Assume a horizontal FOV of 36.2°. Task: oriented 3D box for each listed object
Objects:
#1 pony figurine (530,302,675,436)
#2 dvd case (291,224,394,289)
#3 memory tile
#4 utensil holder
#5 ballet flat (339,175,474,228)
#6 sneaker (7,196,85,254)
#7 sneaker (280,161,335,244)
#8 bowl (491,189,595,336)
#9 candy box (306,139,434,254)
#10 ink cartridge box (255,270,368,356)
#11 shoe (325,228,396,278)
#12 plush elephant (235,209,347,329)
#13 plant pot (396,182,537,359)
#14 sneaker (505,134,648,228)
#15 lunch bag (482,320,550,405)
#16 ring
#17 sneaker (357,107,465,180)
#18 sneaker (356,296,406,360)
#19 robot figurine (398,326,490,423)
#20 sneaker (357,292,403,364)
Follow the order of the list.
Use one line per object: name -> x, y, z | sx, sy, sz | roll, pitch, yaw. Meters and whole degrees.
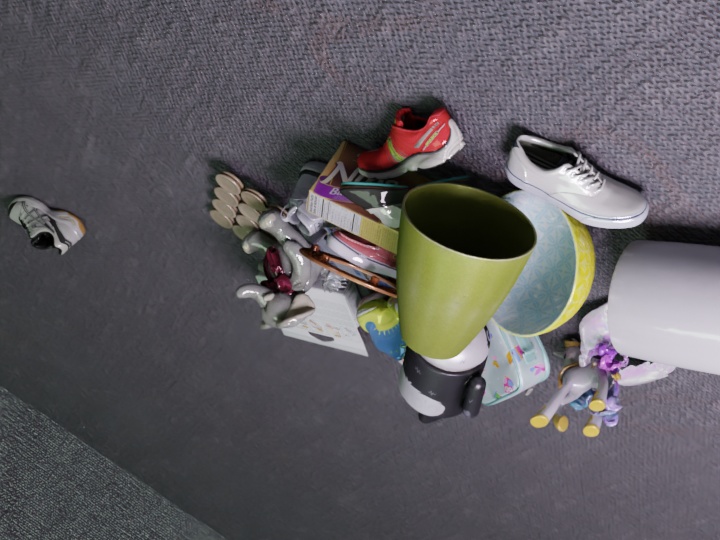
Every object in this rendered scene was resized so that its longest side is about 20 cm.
pony figurine -> 0.357, 0.152, 1.661 | 0.192, 0.201, 0.167 | -22, 116, 36
dvd case -> -0.028, -0.033, 1.838 | 0.199, 0.018, 0.143 | 13, 148, 47
memory tile -> -0.190, -0.094, 1.912 | 0.153, 0.017, 0.200 | 33, 156, 1
utensil holder -> 0.442, 0.049, 1.429 | 0.199, 0.171, 0.171 | 8, 142, 36
ballet flat -> 0.069, -0.096, 1.556 | 0.198, 0.069, 0.068 | -4, 180, -10
sneaker -> -0.674, -0.092, 2.299 | 0.198, 0.088, 0.076 | 16, 148, 27
sneaker -> -0.024, -0.088, 1.700 | 0.198, 0.115, 0.075 | 22, 148, 16
bowl -> 0.260, -0.011, 1.542 | 0.107, 0.202, 0.199 | -1, 172, -40
candy box -> 0.034, -0.101, 1.630 | 0.199, 0.117, 0.057 | 27, 147, 10
ink cartridge box -> -0.080, 0.070, 2.043 | 0.198, 0.044, 0.174 | 12, 144, 29
shoe -> 0.052, -0.041, 1.673 | 0.199, 0.072, 0.092 | 22, 108, -16
plush elephant -> -0.137, 0.025, 1.858 | 0.199, 0.156, 0.164 | 37, 156, -14
plant pot -> 0.123, 0.014, 1.505 | 0.186, 0.187, 0.201 | 24, 123, 13
sneaker -> 0.279, -0.116, 1.432 | 0.198, 0.073, 0.071 | 22, 151, 17
lunch bag -> 0.212, 0.105, 1.717 | 0.160, 0.077, 0.202 | -39, 72, 57
ring -> 0.000, 0.000, 1.698 | 0.199, 0.019, 0.200 | 23, -174, -3
sneaker -> 0.065, -0.185, 1.549 | 0.199, 0.077, 0.086 | -11, 109, 48
sneaker -> 0.082, 0.087, 1.796 | 0.199, 0.075, 0.106 | -13, 105, 52
robot figurine -> 0.128, 0.142, 1.680 | 0.149, 0.125, 0.201 | 21, 132, 9
sneaker -> 0.090, 0.108, 1.911 | 0.200, 0.076, 0.105 | 41, 153, -6
